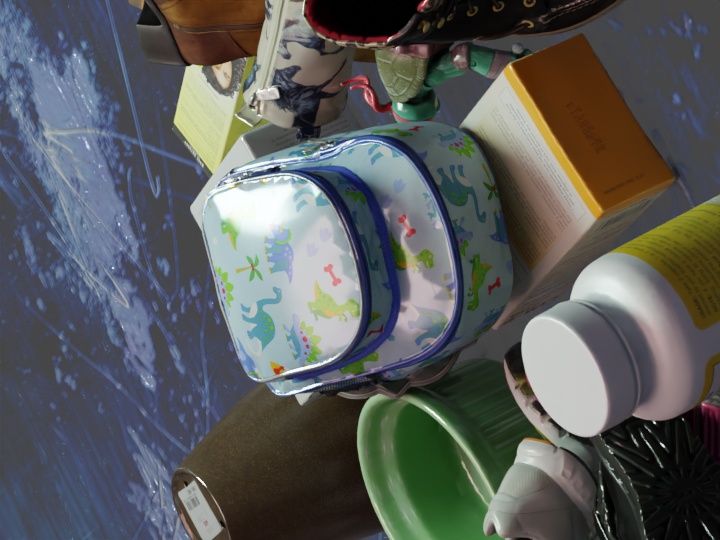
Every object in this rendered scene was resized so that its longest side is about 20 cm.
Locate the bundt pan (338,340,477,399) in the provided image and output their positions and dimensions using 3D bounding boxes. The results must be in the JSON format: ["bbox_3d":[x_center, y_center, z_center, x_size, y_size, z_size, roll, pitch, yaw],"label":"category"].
[{"bbox_3d":[0.000,0.000,1.777,0.203,0.201,0.076,59,-169,9],"label":"bundt pan"}]

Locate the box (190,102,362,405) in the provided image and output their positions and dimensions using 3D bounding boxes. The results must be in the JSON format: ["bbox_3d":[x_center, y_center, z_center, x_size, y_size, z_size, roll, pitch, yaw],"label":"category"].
[{"bbox_3d":[-0.032,-0.016,1.917,0.201,0.106,0.152,60,151,9],"label":"box"}]

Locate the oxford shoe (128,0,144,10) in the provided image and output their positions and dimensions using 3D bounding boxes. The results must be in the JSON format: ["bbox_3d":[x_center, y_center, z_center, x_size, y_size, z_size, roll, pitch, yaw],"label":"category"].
[{"bbox_3d":[-0.138,-0.284,1.946,0.071,0.072,0.200,28,143,4],"label":"oxford shoe"}]

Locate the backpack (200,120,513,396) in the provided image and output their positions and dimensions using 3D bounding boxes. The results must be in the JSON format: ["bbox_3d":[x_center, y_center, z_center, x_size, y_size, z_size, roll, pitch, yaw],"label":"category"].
[{"bbox_3d":[-0.003,-0.007,1.629,0.199,0.147,0.184,-16,90,36],"label":"backpack"}]

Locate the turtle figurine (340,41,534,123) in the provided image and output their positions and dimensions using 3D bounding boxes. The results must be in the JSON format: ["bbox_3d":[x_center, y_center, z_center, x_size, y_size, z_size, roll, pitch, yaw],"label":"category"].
[{"bbox_3d":[0.056,-0.173,1.661,0.149,0.100,0.201,31,129,37],"label":"turtle figurine"}]

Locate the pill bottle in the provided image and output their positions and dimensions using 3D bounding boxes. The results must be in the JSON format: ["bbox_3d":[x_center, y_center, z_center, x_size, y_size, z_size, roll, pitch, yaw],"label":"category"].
[{"bbox_3d":[0.202,0.027,1.459,0.111,0.199,0.112,38,142,38],"label":"pill bottle"}]

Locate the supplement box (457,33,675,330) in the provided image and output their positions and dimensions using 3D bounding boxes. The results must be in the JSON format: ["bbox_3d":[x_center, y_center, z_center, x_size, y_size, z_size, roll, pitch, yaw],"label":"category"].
[{"bbox_3d":[0.126,-0.061,1.650,0.126,0.073,0.200,59,150,12],"label":"supplement box"}]

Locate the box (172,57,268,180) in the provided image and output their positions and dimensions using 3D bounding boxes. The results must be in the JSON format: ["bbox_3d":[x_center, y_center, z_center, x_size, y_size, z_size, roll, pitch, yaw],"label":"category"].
[{"bbox_3d":[-0.111,-0.165,1.990,0.075,0.050,0.200,51,150,23],"label":"box"}]

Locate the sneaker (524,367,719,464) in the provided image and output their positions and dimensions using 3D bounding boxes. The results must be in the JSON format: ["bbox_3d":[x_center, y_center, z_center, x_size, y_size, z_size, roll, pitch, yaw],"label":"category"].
[{"bbox_3d":[0.218,0.075,1.602,0.199,0.088,0.082,26,141,17],"label":"sneaker"}]

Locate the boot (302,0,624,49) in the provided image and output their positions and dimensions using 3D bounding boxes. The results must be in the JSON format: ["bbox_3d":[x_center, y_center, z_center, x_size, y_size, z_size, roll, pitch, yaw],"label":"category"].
[{"bbox_3d":[0.072,-0.185,1.500,0.199,0.150,0.074,-6,94,28],"label":"boot"}]

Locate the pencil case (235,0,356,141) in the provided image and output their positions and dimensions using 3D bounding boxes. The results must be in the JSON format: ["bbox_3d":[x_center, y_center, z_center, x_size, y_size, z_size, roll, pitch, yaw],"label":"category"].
[{"bbox_3d":[-0.038,-0.192,1.692,0.078,0.089,0.201,32,138,19],"label":"pencil case"}]

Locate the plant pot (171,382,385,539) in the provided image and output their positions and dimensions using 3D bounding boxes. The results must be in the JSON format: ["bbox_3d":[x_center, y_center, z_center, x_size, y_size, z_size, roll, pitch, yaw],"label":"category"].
[{"bbox_3d":[-0.059,0.171,2.014,0.187,0.199,0.188,40,143,38],"label":"plant pot"}]

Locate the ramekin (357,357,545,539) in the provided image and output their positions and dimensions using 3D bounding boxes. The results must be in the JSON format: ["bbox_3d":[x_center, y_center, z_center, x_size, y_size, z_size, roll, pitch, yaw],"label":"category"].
[{"bbox_3d":[0.095,0.169,1.861,0.200,0.097,0.201,40,143,38],"label":"ramekin"}]

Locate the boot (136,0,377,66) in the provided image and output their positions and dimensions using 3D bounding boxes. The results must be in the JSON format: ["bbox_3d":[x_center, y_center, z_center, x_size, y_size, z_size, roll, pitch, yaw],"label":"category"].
[{"bbox_3d":[-0.080,-0.223,1.744,0.198,0.069,0.189,1,134,12],"label":"boot"}]

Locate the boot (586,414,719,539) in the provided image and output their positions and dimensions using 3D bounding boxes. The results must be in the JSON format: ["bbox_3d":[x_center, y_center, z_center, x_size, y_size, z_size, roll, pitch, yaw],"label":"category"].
[{"bbox_3d":[0.210,0.200,1.537,0.212,0.079,0.159,-110,14,-47],"label":"boot"}]

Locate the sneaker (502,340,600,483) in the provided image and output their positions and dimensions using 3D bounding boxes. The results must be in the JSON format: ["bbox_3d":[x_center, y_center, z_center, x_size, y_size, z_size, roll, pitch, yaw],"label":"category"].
[{"bbox_3d":[0.171,0.138,1.733,0.200,0.074,0.085,50,149,25],"label":"sneaker"}]

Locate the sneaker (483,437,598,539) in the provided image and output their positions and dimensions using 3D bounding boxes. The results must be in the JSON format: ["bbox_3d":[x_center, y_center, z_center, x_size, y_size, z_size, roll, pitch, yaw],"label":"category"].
[{"bbox_3d":[0.151,0.216,1.696,0.076,0.092,0.200,10,144,53],"label":"sneaker"}]
